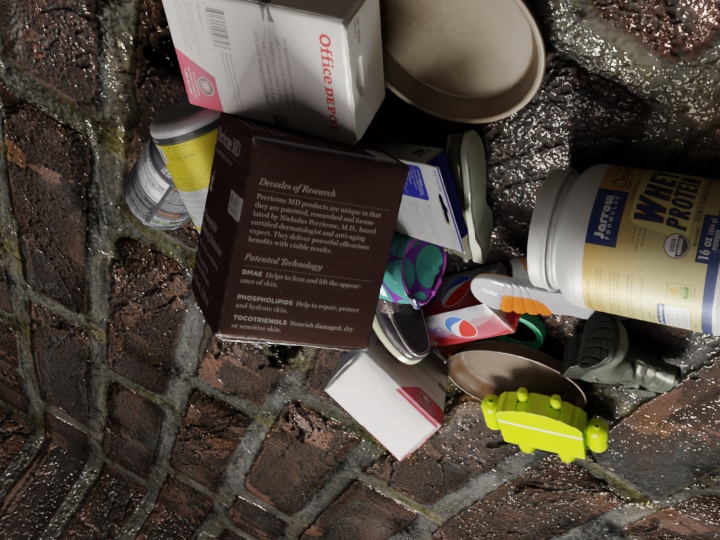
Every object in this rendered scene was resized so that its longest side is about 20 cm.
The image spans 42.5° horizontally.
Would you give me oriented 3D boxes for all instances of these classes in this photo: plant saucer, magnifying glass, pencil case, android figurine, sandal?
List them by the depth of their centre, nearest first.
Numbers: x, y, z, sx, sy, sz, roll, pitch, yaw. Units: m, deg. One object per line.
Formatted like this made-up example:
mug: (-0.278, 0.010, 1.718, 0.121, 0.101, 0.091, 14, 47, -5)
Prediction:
plant saucer: (0.085, -0.225, 0.884, 0.199, 0.030, 0.201, 21, 149, 13)
sandal: (0.230, 0.017, 1.094, 0.205, 0.060, 0.079, 9, 157, -7)
pencil case: (0.000, 0.000, 1.106, 0.199, 0.085, 0.093, 2, 135, 37)
magnifying glass: (0.177, 0.093, 1.278, 0.079, 0.022, 0.200, 39, 146, -16)
plant saucer: (0.217, 0.148, 1.288, 0.199, 0.032, 0.201, 16, 153, 8)
android figurine: (0.259, 0.217, 1.309, 0.181, 0.041, 0.200, 9, 152, 23)

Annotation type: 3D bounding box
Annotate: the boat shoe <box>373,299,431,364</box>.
boat shoe: (0.044, 0.019, 1.167, 0.065, 0.072, 0.201, -27, 81, 46)

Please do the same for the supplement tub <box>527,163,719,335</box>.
supplement tub: (0.276, -0.025, 0.902, 0.199, 0.145, 0.145, 12, 145, 26)

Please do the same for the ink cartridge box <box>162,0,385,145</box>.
ink cartridge box: (-0.081, -0.221, 0.910, 0.199, 0.083, 0.147, 17, 142, 19)

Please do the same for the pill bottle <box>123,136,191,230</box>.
pill bottle: (-0.233, -0.134, 1.202, 0.106, 0.107, 0.200, 37, 148, -12)

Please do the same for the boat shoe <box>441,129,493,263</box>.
boat shoe: (0.109, -0.080, 1.032, 0.060, 0.072, 0.202, 11, 148, 19)

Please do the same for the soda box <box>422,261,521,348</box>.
soda box: (0.121, 0.052, 1.212, 0.063, 0.070, 0.199, 40, 148, -24)

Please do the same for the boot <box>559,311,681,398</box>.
boot: (0.323, 0.106, 1.104, 0.130, 0.068, 0.200, 15, 167, 2)

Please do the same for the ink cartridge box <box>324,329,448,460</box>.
ink cartridge box: (0.042, 0.148, 1.276, 0.146, 0.200, 0.085, 44, 108, -4)

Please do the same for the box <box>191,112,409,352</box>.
box: (-0.070, -0.042, 0.961, 0.163, 0.202, 0.166, 7, -166, -21)

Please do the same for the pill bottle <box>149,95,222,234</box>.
pill bottle: (-0.154, -0.102, 1.071, 0.111, 0.112, 0.201, 2, 126, 38)

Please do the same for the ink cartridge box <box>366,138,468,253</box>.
ink cartridge box: (0.058, -0.085, 1.004, 0.200, 0.039, 0.100, 25, 138, 59)
